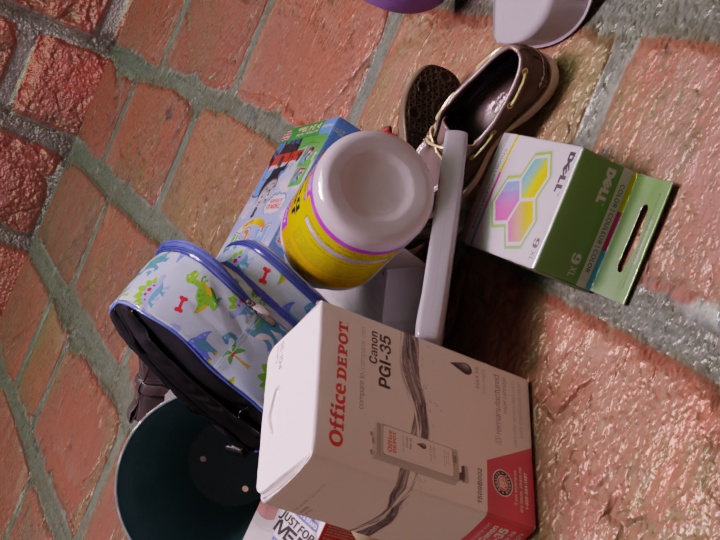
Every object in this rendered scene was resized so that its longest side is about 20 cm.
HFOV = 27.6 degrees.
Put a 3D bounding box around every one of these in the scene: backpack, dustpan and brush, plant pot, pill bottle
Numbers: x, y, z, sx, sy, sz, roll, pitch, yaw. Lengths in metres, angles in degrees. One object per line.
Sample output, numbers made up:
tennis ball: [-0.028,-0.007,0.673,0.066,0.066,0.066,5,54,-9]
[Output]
backpack: [-0.118,0.056,1.330,0.147,0.200,0.183,-53,12,-19]
dustpan and brush: [0.188,-0.264,1.322,0.200,0.057,0.140,-144,52,-65]
plant pot: [-0.139,0.209,1.497,0.135,0.200,0.200,-67,1,-85]
pill bottle: [-0.012,-0.043,1.291,0.200,0.104,0.104,135,151,-68]

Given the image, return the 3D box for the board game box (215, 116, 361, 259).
board game box: [-0.086,-0.069,1.599,0.200,0.037,0.151,-63,22,-12]

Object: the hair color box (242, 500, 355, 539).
hair color box: [-0.031,0.207,1.364,0.111,0.064,0.200,31,98,55]

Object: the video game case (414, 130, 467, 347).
video game case: [0.068,0.008,1.284,0.182,0.024,0.200,90,-172,-62]

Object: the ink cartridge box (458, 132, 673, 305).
ink cartridge box: [0.161,-0.046,1.186,0.104,0.059,0.200,-67,22,2]

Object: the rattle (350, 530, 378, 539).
rattle: [-0.009,0.226,1.206,0.143,0.130,0.200,-13,62,16]

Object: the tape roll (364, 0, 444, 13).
tape roll: [0.043,-0.383,1.574,0.085,0.200,0.200,-36,38,51]

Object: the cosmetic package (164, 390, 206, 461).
cosmetic package: [-0.149,0.142,1.683,0.200,0.090,0.107,-46,33,36]

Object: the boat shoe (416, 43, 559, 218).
boat shoe: [0.096,-0.129,1.353,0.200,0.059,0.072,-46,57,21]

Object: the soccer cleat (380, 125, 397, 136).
soccer cleat: [-0.012,-0.078,1.579,0.200,0.069,0.085,-40,17,46]

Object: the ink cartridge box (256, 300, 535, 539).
ink cartridge box: [0.030,0.130,1.138,0.083,0.200,0.147,-46,32,43]

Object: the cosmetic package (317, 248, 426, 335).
cosmetic package: [0.000,0.000,1.449,0.200,0.051,0.083,-140,49,-57]

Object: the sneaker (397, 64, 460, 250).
sneaker: [0.053,-0.114,1.479,0.076,0.070,0.200,-38,36,56]

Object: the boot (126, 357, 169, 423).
boot: [-0.196,0.103,1.798,0.069,0.200,0.174,-118,21,-57]
